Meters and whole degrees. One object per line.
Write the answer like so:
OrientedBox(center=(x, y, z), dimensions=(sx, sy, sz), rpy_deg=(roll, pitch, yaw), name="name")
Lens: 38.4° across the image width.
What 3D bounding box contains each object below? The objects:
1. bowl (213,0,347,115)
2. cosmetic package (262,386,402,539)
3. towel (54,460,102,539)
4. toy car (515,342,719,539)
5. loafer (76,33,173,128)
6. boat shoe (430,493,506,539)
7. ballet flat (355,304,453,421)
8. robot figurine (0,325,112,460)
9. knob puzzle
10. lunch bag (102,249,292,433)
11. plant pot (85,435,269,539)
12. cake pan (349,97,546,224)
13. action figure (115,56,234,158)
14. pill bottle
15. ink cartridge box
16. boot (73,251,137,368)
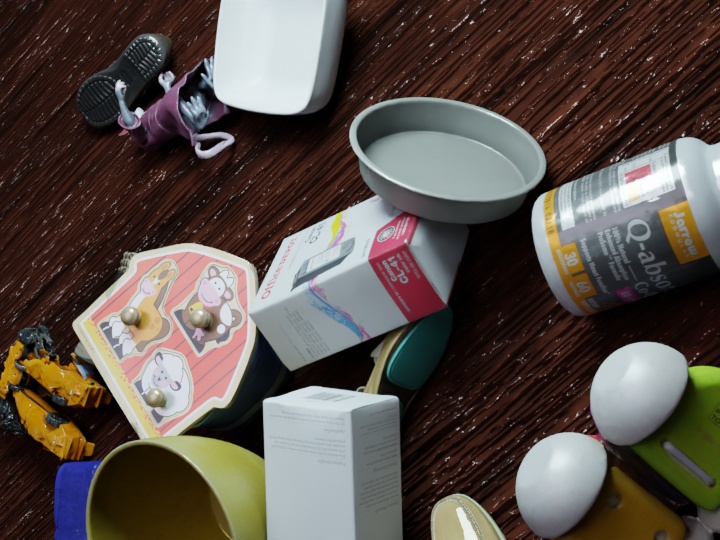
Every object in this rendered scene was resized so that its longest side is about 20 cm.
OrientedBox(center=(-0.091, -0.295, 1.282), dimensions=(0.198, 0.074, 0.204), rpy_deg=(16, 102, 42), name="bowl")
OrientedBox(center=(-0.025, 0.218, 0.956), dimensions=(0.111, 0.080, 0.205), rpy_deg=(2, 95, 37), name="cosmetic package")
OrientedBox(center=(-0.280, 0.295, 1.195), dimensions=(0.197, 0.049, 0.151), rpy_deg=(-10, 70, 34), name="towel")
OrientedBox(center=(0.219, 0.153, 0.811), dimensions=(0.201, 0.174, 0.150), rpy_deg=(-51, 11, 6), name="toy car")
OrientedBox(center=(-0.337, -0.276, 1.512), dimensions=(0.198, 0.074, 0.071), rpy_deg=(-29, 9, 32), name="loafer")
OrientedBox(center=(0.099, 0.278, 0.878), dimensions=(0.071, 0.076, 0.202), rpy_deg=(-37, 50, 18), name="boat shoe")
OrientedBox(center=(0.024, 0.112, 1.026), dimensions=(0.063, 0.068, 0.203), rpy_deg=(21, 82, 47), name="ballet flat")
OrientedBox(center=(-0.405, 0.159, 1.340), dimensions=(0.198, 0.058, 0.147), rpy_deg=(26, 96, 42), name="robot figurine")
OrientedBox(center=(-0.188, 0.058, 1.065), dimensions=(0.215, 0.030, 0.224), rpy_deg=(-4, 76, 17), name="knob puzzle")
OrientedBox(center=(-0.178, 0.078, 1.144), dimensions=(0.136, 0.132, 0.200), rpy_deg=(-46, 68, 3), name="lunch bag")
OrientedBox(center=(-0.153, 0.251, 1.027), dimensions=(0.197, 0.141, 0.204), rpy_deg=(5, 100, 32), name="plant pot")
OrientedBox(center=(0.084, -0.109, 1.025), dimensions=(0.201, 0.197, 0.037), rpy_deg=(49, 141, 41), name="cake pan")
OrientedBox(center=(-0.252, -0.205, 1.404), dimensions=(0.198, 0.133, 0.151), rpy_deg=(-23, 98, 43), name="action figure")
OrientedBox(center=(0.256, -0.043, 0.885), dimensions=(0.198, 0.116, 0.118), rpy_deg=(-21, 57, 29), name="pill bottle")
OrientedBox(center=(0.000, 0.000, 1.050), dimensions=(0.197, 0.086, 0.148), rpy_deg=(-22, 26, 27), name="ink cartridge box")
OrientedBox(center=(-0.265, 0.064, 1.279), dimensions=(0.198, 0.073, 0.153), rpy_deg=(13, 77, 47), name="boot")
